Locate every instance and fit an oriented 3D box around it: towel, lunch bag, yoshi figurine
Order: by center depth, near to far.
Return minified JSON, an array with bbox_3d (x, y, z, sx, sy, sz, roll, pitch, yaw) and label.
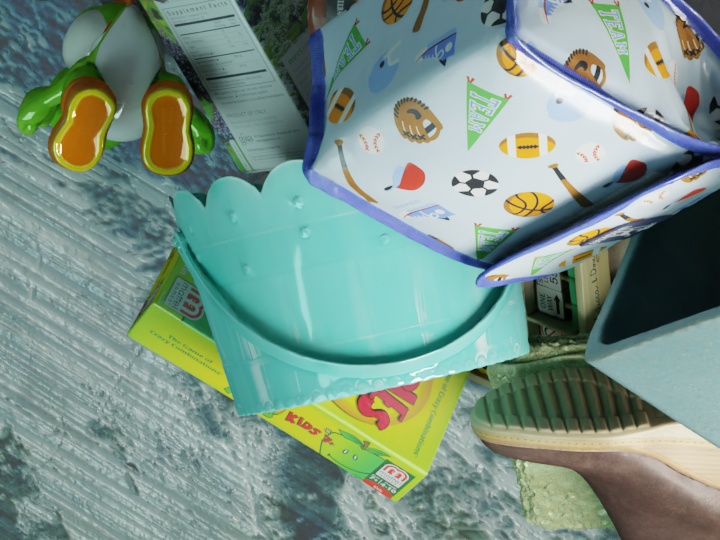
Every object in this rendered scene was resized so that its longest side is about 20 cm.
[{"bbox_3d":[0.096,-0.076,1.383,0.199,0.125,0.170,28,140,-32],"label":"lunch bag"},{"bbox_3d":[0.183,0.095,1.615,0.198,0.037,0.149,-5,123,15],"label":"towel"},{"bbox_3d":[-0.157,-0.101,1.684,0.113,0.112,0.200,52,-174,-23],"label":"yoshi figurine"}]

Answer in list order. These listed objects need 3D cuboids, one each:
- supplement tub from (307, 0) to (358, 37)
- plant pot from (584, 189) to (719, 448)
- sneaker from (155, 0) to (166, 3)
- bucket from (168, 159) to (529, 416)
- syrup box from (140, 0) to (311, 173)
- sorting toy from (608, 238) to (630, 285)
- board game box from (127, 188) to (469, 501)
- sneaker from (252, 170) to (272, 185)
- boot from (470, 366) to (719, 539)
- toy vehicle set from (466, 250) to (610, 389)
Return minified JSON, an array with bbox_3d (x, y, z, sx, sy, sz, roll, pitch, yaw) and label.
[{"bbox_3d":[0.075,-0.144,1.500,0.199,0.107,0.107,8,133,35],"label":"supplement tub"},{"bbox_3d":[0.277,0.011,1.425,0.200,0.197,0.196,41,145,-21],"label":"plant pot"},{"bbox_3d":[-0.115,-0.251,1.506,0.070,0.201,0.093,19,140,-41],"label":"sneaker"},{"bbox_3d":[0.000,0.000,1.544,0.206,0.206,0.136,-13,90,47],"label":"bucket"},{"bbox_3d":[-0.072,-0.164,1.628,0.081,0.079,0.201,-5,125,44],"label":"syrup box"},{"bbox_3d":[0.211,0.053,1.646,0.184,0.037,0.201,-10,121,46],"label":"sorting toy"},{"bbox_3d":[-0.034,0.045,1.665,0.199,0.102,0.048,32,143,-9],"label":"board game box"},{"bbox_3d":[-0.035,-0.037,1.725,0.199,0.089,0.075,-8,132,37],"label":"sneaker"},{"bbox_3d":[0.164,0.144,1.585,0.198,0.073,0.167,1,123,5],"label":"boot"},{"bbox_3d":[0.098,-0.008,1.644,0.124,0.026,0.201,21,131,39],"label":"toy vehicle set"}]
